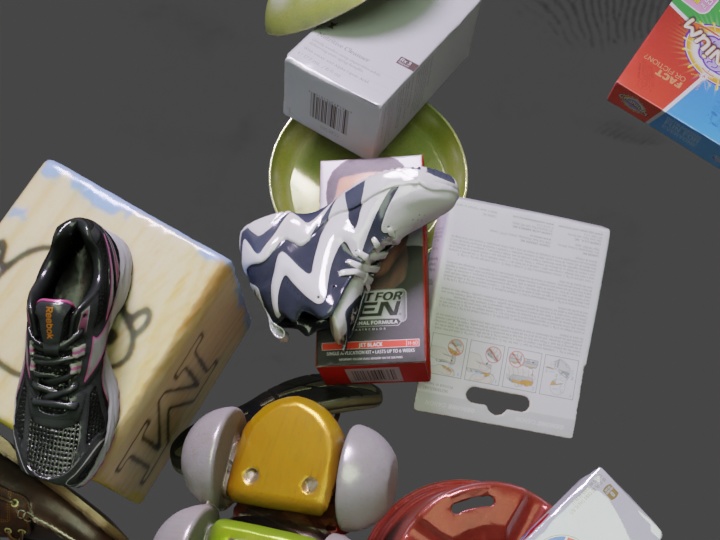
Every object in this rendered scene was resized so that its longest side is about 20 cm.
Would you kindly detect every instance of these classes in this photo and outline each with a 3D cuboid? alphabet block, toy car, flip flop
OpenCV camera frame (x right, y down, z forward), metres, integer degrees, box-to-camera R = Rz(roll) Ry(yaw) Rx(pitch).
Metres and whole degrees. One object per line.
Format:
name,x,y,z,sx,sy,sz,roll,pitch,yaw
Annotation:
alphabet block,-0.230,0.060,0.907,0.194,0.197,0.201,28,73,10
toy car,-0.062,0.213,0.848,0.173,0.150,0.202,7,61,13
flip flop,-0.073,0.147,0.947,0.198,0.081,0.058,-22,107,-16

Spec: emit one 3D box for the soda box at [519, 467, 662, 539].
soda box,0.111,0.228,0.712,0.200,0.068,0.064,-42,76,-13

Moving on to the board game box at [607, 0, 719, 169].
board game box,0.375,-0.220,1.087,0.152,0.040,0.201,33,74,10

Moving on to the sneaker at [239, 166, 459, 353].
sneaker,0.000,0.000,0.882,0.197,0.080,0.131,-16,68,3

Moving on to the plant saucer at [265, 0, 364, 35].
plant saucer,-0.016,-0.303,1.043,0.199,0.200,0.031,-38,116,-12

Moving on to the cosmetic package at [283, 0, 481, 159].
cosmetic package,0.023,-0.213,1.030,0.112,0.081,0.200,29,57,14

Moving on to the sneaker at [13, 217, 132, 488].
sneaker,-0.220,0.053,0.761,0.079,0.086,0.202,0,72,1

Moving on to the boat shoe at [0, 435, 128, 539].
boat shoe,-0.298,0.205,0.923,0.199,0.071,0.071,29,66,18

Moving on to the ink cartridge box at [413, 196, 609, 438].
ink cartridge box,0.139,0.042,0.992,0.161,0.057,0.202,11,92,-7

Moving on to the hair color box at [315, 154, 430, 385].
hair color box,0.012,-0.001,0.956,0.100,0.061,0.202,-3,67,7

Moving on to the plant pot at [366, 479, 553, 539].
plant pot,0.095,0.257,0.842,0.198,0.196,0.203,0,71,-1

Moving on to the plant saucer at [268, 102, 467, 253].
plant saucer,0.008,-0.090,1.046,0.197,0.031,0.202,0,71,0
